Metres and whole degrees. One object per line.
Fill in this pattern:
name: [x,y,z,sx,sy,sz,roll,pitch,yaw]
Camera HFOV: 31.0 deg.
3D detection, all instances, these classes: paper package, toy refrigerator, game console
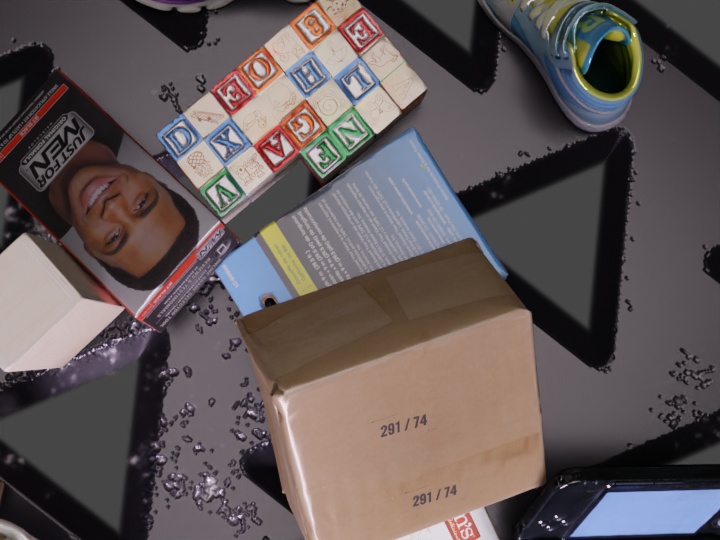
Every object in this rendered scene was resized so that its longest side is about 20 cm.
paper package: [0.027,0.101,0.983,0.197,0.104,0.193,-19,127,-12]
toy refrigerator: [-0.242,0.025,0.988,0.076,0.200,0.070,-43,89,-3]
game console: [0.228,0.240,1.022,0.197,0.177,0.118,1,56,-14]

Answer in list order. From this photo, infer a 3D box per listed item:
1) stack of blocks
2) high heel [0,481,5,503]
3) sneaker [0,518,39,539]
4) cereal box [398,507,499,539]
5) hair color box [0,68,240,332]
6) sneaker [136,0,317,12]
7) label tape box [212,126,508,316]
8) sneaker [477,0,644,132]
stack of blocks: [-0.056,-0.126,1.074,0.199,0.059,0.116,-39,89,-4]
high heel: [-0.354,0.255,1.036,0.095,0.067,0.203,14,71,-11]
sneaker: [-0.262,0.241,1.004,0.198,0.080,0.078,29,61,-30]
cereal box: [0.029,0.272,1.064,0.198,0.040,0.146,-26,89,-4]
hair color box: [-0.201,-0.057,1.037,0.199,0.061,0.102,41,86,18]
sneaker: [-0.105,-0.264,1.068,0.196,0.083,0.082,-5,87,-2]
label tape box: [0.000,0.000,1.066,0.199,0.063,0.145,-33,88,0]
sneaker: [0.163,-0.211,1.052,0.079,0.131,0.201,-39,88,-2]
